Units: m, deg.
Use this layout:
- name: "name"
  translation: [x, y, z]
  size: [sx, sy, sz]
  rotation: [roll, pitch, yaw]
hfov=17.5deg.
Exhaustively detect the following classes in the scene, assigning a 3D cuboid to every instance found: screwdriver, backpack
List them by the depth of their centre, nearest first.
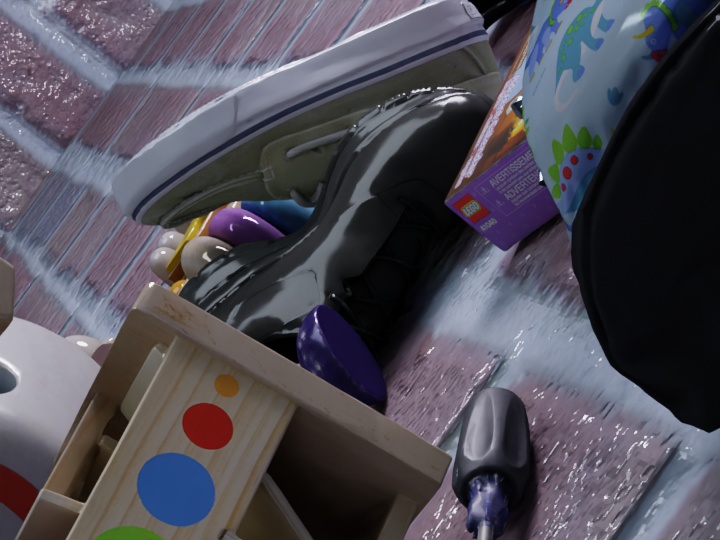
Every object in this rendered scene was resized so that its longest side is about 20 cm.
- name: "backpack"
  translation: [0.123, -0.075, 0.710]
  size: [0.164, 0.153, 0.200]
  rotation: [-53, -2, 31]
- name: "screwdriver"
  translation: [0.037, 0.095, 0.762]
  size: [0.029, 0.028, 0.200]
  rotation: [-46, 13, 27]

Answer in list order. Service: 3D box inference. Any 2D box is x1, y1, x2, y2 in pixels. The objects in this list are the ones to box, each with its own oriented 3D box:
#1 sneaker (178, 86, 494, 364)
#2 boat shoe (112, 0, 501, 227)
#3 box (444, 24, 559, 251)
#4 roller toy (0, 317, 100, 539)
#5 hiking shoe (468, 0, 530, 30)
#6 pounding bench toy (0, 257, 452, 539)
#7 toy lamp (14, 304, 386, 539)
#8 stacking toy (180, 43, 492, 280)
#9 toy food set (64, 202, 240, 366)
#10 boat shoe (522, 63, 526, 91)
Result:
- name: "sneaker"
  translation: [0.000, 0.000, 1.090]
  size: [0.200, 0.076, 0.091]
  rotation: [-45, 36, 16]
- name: "boat shoe"
  translation: [-0.023, -0.065, 1.134]
  size: [0.199, 0.062, 0.072]
  rotation: [-27, -8, 2]
- name: "box"
  translation: [0.119, -0.115, 1.010]
  size: [0.137, 0.039, 0.201]
  rotation: [-37, 21, 50]
- name: "roller toy"
  translation: [-0.206, 0.129, 1.203]
  size: [0.200, 0.182, 0.140]
  rotation: [-48, 14, 19]
- name: "hiking shoe"
  translation: [0.098, -0.186, 1.235]
  size: [0.087, 0.074, 0.200]
  rotation: [-68, 8, -25]
- name: "pounding bench toy"
  translation: [-0.100, 0.102, 0.810]
  size: [0.157, 0.199, 0.124]
  rotation: [-62, 4, -38]
- name: "toy lamp"
  translation: [-0.081, 0.091, 1.054]
  size: [0.199, 0.058, 0.058]
  rotation: [-37, 17, 14]
- name: "stacking toy"
  translation: [-0.002, -0.054, 1.209]
  size: [0.200, 0.085, 0.085]
  rotation: [-51, 12, -11]
- name: "toy food set"
  translation: [-0.136, 0.007, 1.513]
  size: [0.144, 0.060, 0.201]
  rotation: [-50, 11, 54]
- name: "boat shoe"
  translation: [0.146, -0.112, 0.849]
  size: [0.199, 0.072, 0.062]
  rotation: [-37, -27, 19]
